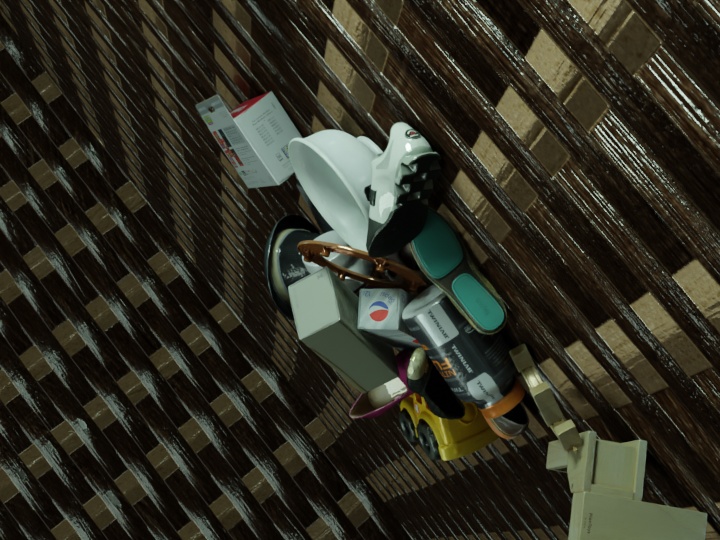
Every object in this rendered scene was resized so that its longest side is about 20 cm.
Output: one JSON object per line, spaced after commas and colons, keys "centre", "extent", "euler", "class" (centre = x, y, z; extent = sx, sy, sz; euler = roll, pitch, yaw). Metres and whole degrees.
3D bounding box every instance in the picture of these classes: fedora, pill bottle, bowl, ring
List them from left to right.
{"centre": [-0.077, -0.004, 1.916], "extent": [0.091, 0.201, 0.201], "euler": [-2, 133, 31], "class": "fedora"}
{"centre": [-0.013, 0.038, 1.830], "extent": [0.113, 0.113, 0.201], "euler": [32, 156, 55], "class": "pill bottle"}
{"centre": [-0.007, -0.124, 1.588], "extent": [0.201, 0.090, 0.201], "euler": [49, 165, 17], "class": "bowl"}
{"centre": [0.000, 0.000, 1.654], "extent": [0.199, 0.019, 0.201], "euler": [17, 168, 4], "class": "ring"}
{"centre": [0.155, 0.115, 1.619], "extent": [0.201, 0.106, 0.106], "euler": [55, 166, -9], "class": "pill bottle"}

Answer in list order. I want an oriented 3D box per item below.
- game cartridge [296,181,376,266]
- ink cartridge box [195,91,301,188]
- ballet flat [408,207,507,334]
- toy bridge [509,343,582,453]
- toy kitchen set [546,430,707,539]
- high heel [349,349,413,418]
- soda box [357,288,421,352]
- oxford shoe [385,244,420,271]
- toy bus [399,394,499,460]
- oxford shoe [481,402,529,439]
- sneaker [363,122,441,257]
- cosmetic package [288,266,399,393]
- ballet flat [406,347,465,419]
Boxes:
{"centre": [-0.029, -0.083, 1.881], "extent": [0.200, 0.038, 0.130], "euler": [32, 152, 55], "class": "game cartridge"}
{"centre": [-0.181, -0.234, 1.892], "extent": [0.176, 0.084, 0.200], "euler": [56, 165, -14], "class": "ink cartridge box"}
{"centre": [0.127, 0.002, 1.533], "extent": [0.201, 0.071, 0.071], "euler": [53, 166, -1], "class": "ballet flat"}
{"centre": [0.250, 0.180, 1.501], "extent": [0.067, 0.027, 0.200], "euler": [62, -177, -32], "class": "toy bridge"}
{"centre": [0.338, 0.330, 1.473], "extent": [0.162, 0.202, 0.180], "euler": [11, 166, -5], "class": "toy kitchen set"}
{"centre": [0.039, 0.188, 1.809], "extent": [0.068, 0.096, 0.200], "euler": [56, 159, 6], "class": "high heel"}
{"centre": [0.064, 0.078, 1.717], "extent": [0.068, 0.064, 0.200], "euler": [-1, 166, 22], "class": "soda box"}
{"centre": [0.065, -0.024, 1.650], "extent": [0.073, 0.071, 0.200], "euler": [48, 166, -3], "class": "oxford shoe"}
{"centre": [0.130, 0.196, 1.878], "extent": [0.200, 0.135, 0.193], "euler": [25, 137, 67], "class": "toy bus"}
{"centre": [0.188, 0.164, 1.715], "extent": [0.200, 0.071, 0.073], "euler": [48, 160, 7], "class": "oxford shoe"}
{"centre": [0.045, -0.105, 1.460], "extent": [0.089, 0.074, 0.201], "euler": [59, 144, 34], "class": "sneaker"}
{"centre": [-0.023, 0.093, 1.701], "extent": [0.200, 0.073, 0.104], "euler": [45, -157, -47], "class": "cosmetic package"}
{"centre": [0.113, 0.168, 1.688], "extent": [0.056, 0.067, 0.200], "euler": [17, 161, 27], "class": "ballet flat"}
